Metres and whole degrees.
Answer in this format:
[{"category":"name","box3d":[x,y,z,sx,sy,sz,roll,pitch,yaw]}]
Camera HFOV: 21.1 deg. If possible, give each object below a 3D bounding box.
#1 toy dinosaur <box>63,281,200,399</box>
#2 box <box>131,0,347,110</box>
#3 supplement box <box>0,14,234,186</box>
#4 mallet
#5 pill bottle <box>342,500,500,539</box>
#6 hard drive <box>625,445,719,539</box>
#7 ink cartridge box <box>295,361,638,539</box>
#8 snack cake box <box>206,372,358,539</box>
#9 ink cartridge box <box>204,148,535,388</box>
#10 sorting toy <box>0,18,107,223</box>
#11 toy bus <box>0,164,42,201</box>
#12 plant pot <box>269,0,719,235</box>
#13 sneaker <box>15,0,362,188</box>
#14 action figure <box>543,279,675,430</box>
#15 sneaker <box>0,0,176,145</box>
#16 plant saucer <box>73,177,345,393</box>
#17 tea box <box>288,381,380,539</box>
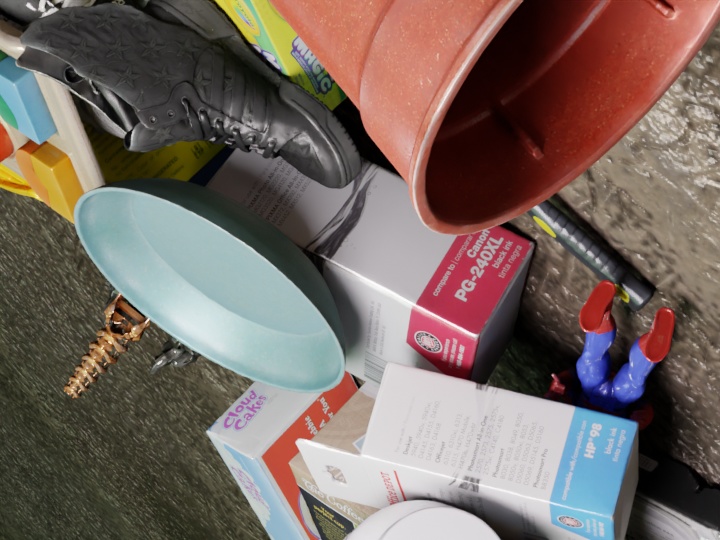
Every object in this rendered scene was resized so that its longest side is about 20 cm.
[{"category":"toy dinosaur","box3d":[-0.148,0.009,1.419,0.102,0.200,0.136,58,163,14]},{"category":"box","box3d":[-0.081,-0.161,1.215,0.200,0.048,0.117,20,147,44]},{"category":"supplement box","box3d":[-0.191,-0.130,1.382,0.200,0.109,0.109,53,157,-15]},{"category":"mallet","box3d":[0.093,-0.051,1.117,0.200,0.041,0.066,38,155,7]},{"category":"pill bottle","box3d":[0.030,0.207,1.209,0.113,0.113,0.200,44,160,4]},{"category":"hard drive","box3d":[0.225,0.204,1.314,0.140,0.038,0.200,26,152,40]},{"category":"ink cartridge box","box3d":[0.070,0.118,1.206,0.199,0.067,0.116,13,159,13]},{"category":"snack cake box","box3d":[-0.034,0.172,1.619,0.067,0.115,0.200,23,148,45]},{"category":"ink cartridge box","box3d":[0.000,0.000,1.250,0.200,0.083,0.145,28,155,11]},{"category":"sorting toy","box3d":[-0.242,-0.110,1.301,0.185,0.036,0.200,32,156,37]},{"category":"toy bus","box3d":[-0.284,-0.126,1.561,0.192,0.136,0.200,40,166,-32]},{"category":"plant pot","box3d":[0.036,-0.155,0.847,0.195,0.201,0.201,46,160,21]},{"category":"sneaker","box3d":[-0.102,-0.098,1.163,0.200,0.104,0.060,44,158,3]},{"category":"action figure","box3d":[0.151,0.071,1.183,0.065,0.052,0.200,20,160,10]},{"category":"sneaker","box3d":[-0.168,-0.155,1.237,0.088,0.074,0.200,25,159,40]},{"category":"plant saucer","box3d":[-0.087,0.003,1.215,0.200,0.036,0.200,27,155,14]},{"category":"tea box","box3d":[0.079,0.197,1.434,0.200,0.134,0.197,29,154,33]}]
